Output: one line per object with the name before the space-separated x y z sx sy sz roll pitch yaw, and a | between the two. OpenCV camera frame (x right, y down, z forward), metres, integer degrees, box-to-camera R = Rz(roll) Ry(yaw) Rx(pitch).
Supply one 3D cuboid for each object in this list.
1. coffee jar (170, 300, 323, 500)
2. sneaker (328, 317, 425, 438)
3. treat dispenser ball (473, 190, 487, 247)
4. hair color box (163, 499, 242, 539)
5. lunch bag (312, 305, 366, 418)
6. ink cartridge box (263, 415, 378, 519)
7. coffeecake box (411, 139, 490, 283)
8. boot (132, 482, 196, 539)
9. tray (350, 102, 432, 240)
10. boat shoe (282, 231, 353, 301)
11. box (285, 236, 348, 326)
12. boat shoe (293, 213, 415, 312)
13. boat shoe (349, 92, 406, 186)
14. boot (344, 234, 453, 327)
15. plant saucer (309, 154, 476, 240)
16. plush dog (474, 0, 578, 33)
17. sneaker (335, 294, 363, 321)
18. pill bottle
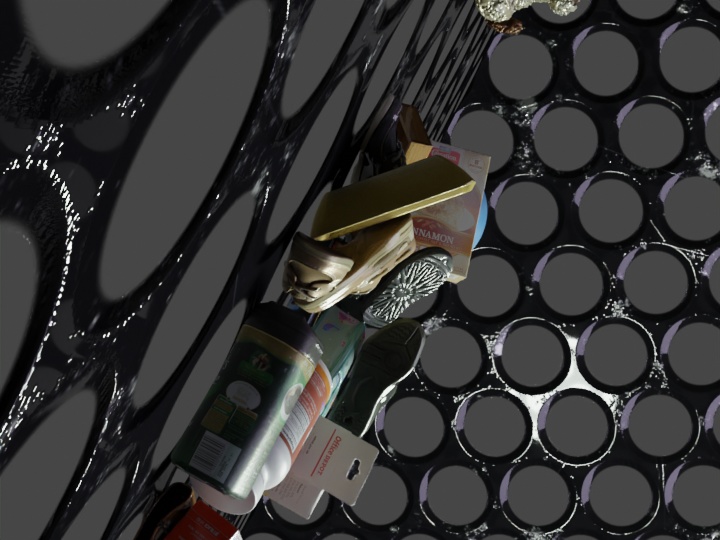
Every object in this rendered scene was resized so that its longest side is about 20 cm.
coffee jar | -0.115 0.135 1.160 0.201 0.085 0.104 -61 166 -13
sneaker | 0.029 0.135 1.530 0.201 0.076 0.114 -61 179 24
treat dispenser ball | 0.117 -0.103 1.884 0.202 0.200 0.201 -62 177 -6
hair color box | -0.209 0.358 1.179 0.200 0.064 0.111 -49 156 -25
lunch bag | -0.068 0.161 1.529 0.161 0.077 0.201 -59 175 -50
ink cartridge box | -0.089 0.237 1.416 0.068 0.199 0.115 -64 176 37
coffeecake box | 0.109 -0.099 1.742 0.073 0.152 0.202 139 -36 -78
boot | -0.231 0.340 1.236 0.189 0.068 0.200 -50 168 -15
tray | 0.038 -0.122 1.533 0.099 0.037 0.201 -106 -146 -48
boat shoe | -0.052 0.004 1.226 0.065 0.071 0.200 -62 178 -5
box | -0.073 0.045 1.520 0.201 0.037 0.137 -63 177 1
boat shoe | 0.000 0.000 1.421 0.199 0.071 0.065 -37 128 -25
boat shoe | 0.035 -0.152 1.390 0.073 0.062 0.200 -61 176 -27
boot | 0.051 -0.039 1.603 0.164 0.065 0.201 -37 -143 24
plant saucer | 0.035 -0.090 1.318 0.198 0.049 0.200 -20 180 4
plush dog | 0.242 -0.470 1.725 0.172 0.160 0.201 -47 144 -16
sneaker | -0.025 0.060 1.708 0.199 0.076 0.088 -34 -169 -3
pill bottle | -0.118 0.184 1.294 0.201 0.111 0.113 -59 175 -46
